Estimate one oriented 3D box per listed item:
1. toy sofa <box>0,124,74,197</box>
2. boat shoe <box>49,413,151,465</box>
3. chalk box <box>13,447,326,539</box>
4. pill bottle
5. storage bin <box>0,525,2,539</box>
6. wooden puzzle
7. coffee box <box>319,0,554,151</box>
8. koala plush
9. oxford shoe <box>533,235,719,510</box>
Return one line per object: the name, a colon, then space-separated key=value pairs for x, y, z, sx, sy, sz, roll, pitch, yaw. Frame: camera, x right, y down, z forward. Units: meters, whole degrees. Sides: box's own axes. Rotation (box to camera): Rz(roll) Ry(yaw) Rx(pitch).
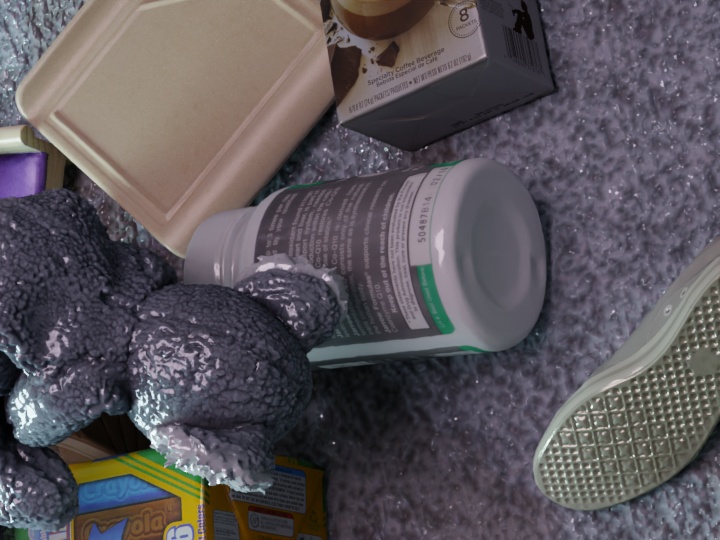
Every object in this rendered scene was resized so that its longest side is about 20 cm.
toy sofa: x=-0.260 y=0.003 z=1.571 sx=0.083 sy=0.098 sz=0.200 roll=-3 pitch=77 yaw=34
boat shoe: x=-0.203 y=0.099 z=1.447 sx=0.065 sy=0.200 sz=0.072 roll=-45 pitch=46 yaw=32
chalk box: x=-0.133 y=0.184 z=1.415 sx=0.200 sy=0.125 sz=0.124 roll=-12 pitch=72 yaw=33
pill bottle: x=0.000 y=0.000 z=1.370 sx=0.200 sy=0.113 sz=0.113 roll=-7 pitch=74 yaw=34
storage bin: x=-0.281 y=0.202 z=1.471 sx=0.200 sy=0.094 sz=0.135 roll=140 pitch=136 yaw=-75
wooden puzzle: x=-0.112 y=-0.126 z=1.523 sx=0.200 sy=0.037 sz=0.185 roll=40 pitch=92 yaw=32
coffee box: x=0.037 y=-0.190 z=1.411 sx=0.113 sy=0.080 sz=0.200 roll=-22 pitch=66 yaw=31
koala plush: x=-0.117 y=0.050 z=1.279 sx=0.200 sy=0.184 sz=0.177 roll=13 pitch=52 yaw=21
oxford shoe: x=0.170 y=0.056 z=1.271 sx=0.200 sy=0.075 sz=0.058 roll=-52 pitch=13 yaw=24
